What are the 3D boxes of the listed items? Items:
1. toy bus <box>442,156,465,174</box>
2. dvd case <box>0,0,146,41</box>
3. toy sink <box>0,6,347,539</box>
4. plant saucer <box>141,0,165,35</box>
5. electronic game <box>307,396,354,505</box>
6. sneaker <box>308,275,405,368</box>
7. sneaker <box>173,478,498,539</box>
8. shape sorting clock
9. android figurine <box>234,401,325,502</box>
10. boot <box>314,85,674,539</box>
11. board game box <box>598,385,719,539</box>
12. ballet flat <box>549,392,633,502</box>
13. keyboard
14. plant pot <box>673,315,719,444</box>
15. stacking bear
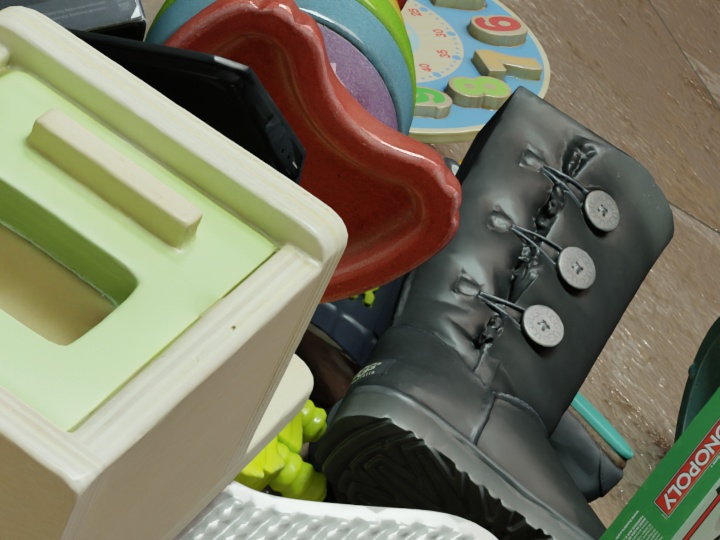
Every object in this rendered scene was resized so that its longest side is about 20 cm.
[{"bbox_3d":[0.055,-0.015,1.273,0.078,0.065,0.200,47,20,1],"label":"toy bus"},{"bbox_3d":[-0.178,-0.159,0.940,0.025,0.150,0.201,112,-38,-64],"label":"dvd case"},{"bbox_3d":[-0.092,0.010,0.745,0.130,0.112,0.200,35,37,11],"label":"toy sink"},{"bbox_3d":[-0.104,-0.124,1.063,0.200,0.032,0.201,26,37,-22],"label":"plant saucer"},{"bbox_3d":[0.056,0.129,1.032,0.200,0.042,0.200,39,21,-18],"label":"electronic game"},{"bbox_3d":[0.000,0.000,1.082,0.200,0.074,0.082,30,9,0],"label":"sneaker"},{"bbox_3d":[-0.053,0.103,0.829,0.199,0.079,0.079,16,64,-13],"label":"sneaker"},{"bbox_3d":[0.002,-0.125,1.320,0.199,0.039,0.200,8,34,-6],"label":"shape sorting clock"},{"bbox_3d":[-0.092,0.018,0.935,0.200,0.041,0.182,38,21,-17],"label":"android figurine"},{"bbox_3d":[0.080,0.044,1.000,0.165,0.066,0.200,46,41,-17],"label":"boot"},{"bbox_3d":[0.124,0.134,0.922,0.134,0.200,0.029,27,14,-40],"label":"board game box"},{"bbox_3d":[0.039,0.031,1.141,0.200,0.073,0.073,52,19,-7],"label":"ballet flat"},{"bbox_3d":[-0.112,-0.069,0.836,0.199,0.040,0.104,13,-23,20],"label":"keyboard"},{"bbox_3d":[0.238,0.089,1.294,0.134,0.201,0.200,13,28,-9],"label":"plant pot"},{"bbox_3d":[-0.026,-0.085,0.977,0.121,0.114,0.200,46,28,-21],"label":"stacking bear"}]
